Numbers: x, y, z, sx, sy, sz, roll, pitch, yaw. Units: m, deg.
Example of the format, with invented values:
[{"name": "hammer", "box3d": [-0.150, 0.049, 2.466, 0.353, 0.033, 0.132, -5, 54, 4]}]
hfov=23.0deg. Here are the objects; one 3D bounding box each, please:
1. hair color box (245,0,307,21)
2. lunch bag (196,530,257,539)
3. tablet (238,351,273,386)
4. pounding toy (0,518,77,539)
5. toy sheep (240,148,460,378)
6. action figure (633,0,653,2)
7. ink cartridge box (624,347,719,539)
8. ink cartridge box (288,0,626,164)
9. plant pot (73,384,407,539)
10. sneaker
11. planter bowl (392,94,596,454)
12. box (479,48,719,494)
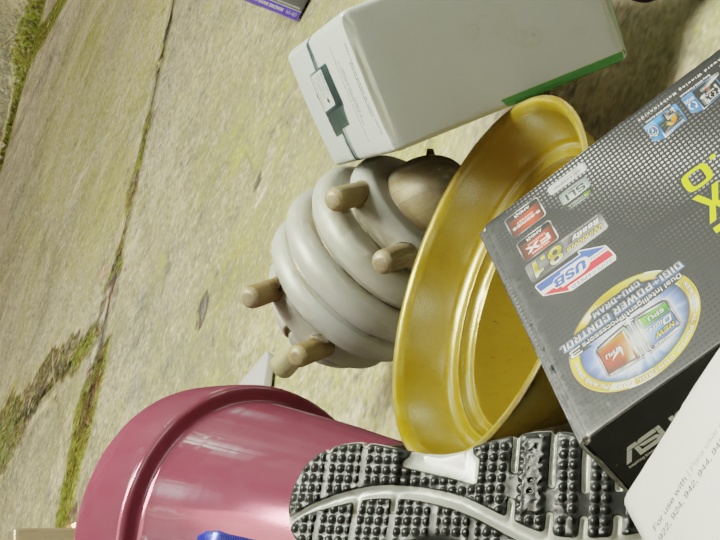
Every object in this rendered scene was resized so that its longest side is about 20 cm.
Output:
[{"name": "hair color box", "box3d": [-0.104, -0.335, 1.742, 0.065, 0.109, 0.200, -59, 22, 29]}, {"name": "lunch bag", "box3d": [-0.004, 0.227, 0.828, 0.127, 0.199, 0.171, -30, 46, 61]}, {"name": "tablet", "box3d": [-0.122, 0.165, 1.472, 0.200, 0.014, 0.131, -49, 30, 47]}, {"name": "pounding toy", "box3d": [-0.195, 0.240, 1.377, 0.200, 0.183, 0.143, -36, 55, 58]}, {"name": "toy sheep", "box3d": [0.000, 0.000, 1.129, 0.200, 0.138, 0.138, -43, 31, 29]}, {"name": "action figure", "box3d": [0.181, -0.203, 0.882, 0.200, 0.102, 0.119, 152, 120, -62]}, {"name": "ink cartridge box", "box3d": [0.183, 0.112, 0.521, 0.084, 0.145, 0.200, -62, 22, 21]}, {"name": "ink cartridge box", "box3d": [0.050, -0.127, 1.039, 0.200, 0.146, 0.083, -170, 58, -80]}, {"name": "plant pot", "box3d": [-0.035, 0.162, 1.014, 0.179, 0.200, 0.201, -8, 63, 50]}, {"name": "sneaker", "box3d": [0.067, 0.120, 0.848, 0.199, 0.080, 0.074, 2, 68, 32]}, {"name": "planter bowl", "box3d": [0.098, 0.016, 0.925, 0.201, 0.083, 0.201, -53, 27, 42]}, {"name": "box", "box3d": [0.157, -0.022, 0.731, 0.200, 0.044, 0.160, -37, 32, 12]}]
